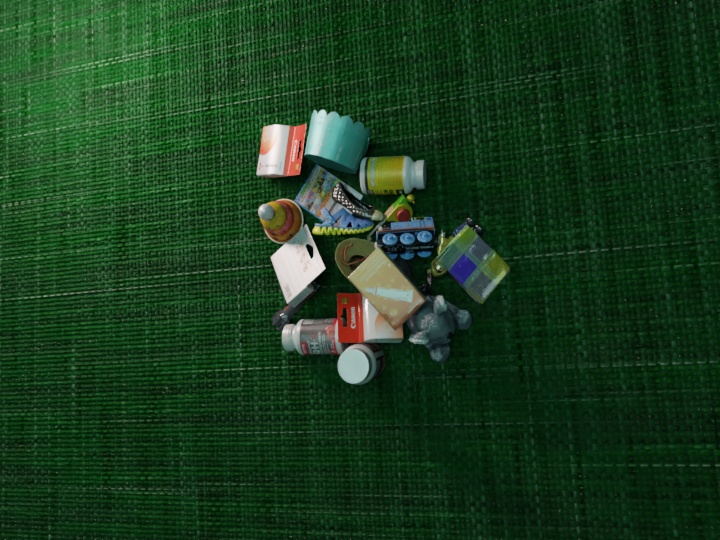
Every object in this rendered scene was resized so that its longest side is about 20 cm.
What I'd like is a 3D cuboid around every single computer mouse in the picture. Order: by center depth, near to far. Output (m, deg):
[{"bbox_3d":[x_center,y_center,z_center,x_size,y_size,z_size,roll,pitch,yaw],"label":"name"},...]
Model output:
[{"bbox_3d":[0.145,-0.007,1.601,0.136,0.046,0.205,-9,56,5],"label":"computer mouse"}]

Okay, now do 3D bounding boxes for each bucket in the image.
[{"bbox_3d":[-0.074,-0.394,1.650,0.202,0.207,0.139,19,92,15],"label":"bucket"}]

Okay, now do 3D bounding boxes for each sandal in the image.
[{"bbox_3d":[-0.055,-0.155,1.668,0.193,0.079,0.090,-1,93,-4],"label":"sandal"}]

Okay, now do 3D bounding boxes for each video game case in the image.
[{"bbox_3d":[-0.103,-0.233,1.735,0.198,0.018,0.145,35,95,14],"label":"video game case"}]

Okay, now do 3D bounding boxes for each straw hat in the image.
[{"bbox_3d":[0.000,0.000,1.652,0.202,0.199,0.086,48,139,12],"label":"straw hat"}]

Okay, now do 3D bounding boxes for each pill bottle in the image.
[{"bbox_3d":[0.003,0.275,1.573,0.111,0.200,0.118,-1,85,14],"label":"pill bottle"},{"bbox_3d":[0.102,-0.292,1.636,0.194,0.112,0.116,1,86,15],"label":"pill bottle"},{"bbox_3d":[-0.141,0.208,1.663,0.194,0.111,0.114,-4,85,14],"label":"pill bottle"}]

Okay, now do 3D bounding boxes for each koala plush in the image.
[{"bbox_3d":[0.206,0.152,1.530,0.182,0.200,0.179,36,95,14],"label":"koala plush"}]

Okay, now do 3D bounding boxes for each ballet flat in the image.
[{"bbox_3d":[-0.010,-0.210,1.658,0.197,0.066,0.058,31,118,20],"label":"ballet flat"}]

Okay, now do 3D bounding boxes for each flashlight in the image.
[{"bbox_3d":[-0.210,0.099,1.717,0.068,0.068,0.201,43,101,9],"label":"flashlight"}]

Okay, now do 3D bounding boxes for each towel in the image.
[{"bbox_3d":[0.336,-0.016,1.565,0.200,0.023,0.144,44,97,-10],"label":"towel"}]

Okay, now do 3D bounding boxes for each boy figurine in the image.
[{"bbox_3d":[0.277,-0.067,1.600,0.124,0.064,0.200,44,95,7],"label":"boy figurine"}]

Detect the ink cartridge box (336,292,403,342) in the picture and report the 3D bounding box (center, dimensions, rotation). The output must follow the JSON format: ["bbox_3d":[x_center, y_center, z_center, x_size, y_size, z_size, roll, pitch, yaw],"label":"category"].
[{"bbox_3d":[0.028,0.132,1.601,0.194,0.050,0.167,2,64,-8],"label":"ink cartridge box"}]

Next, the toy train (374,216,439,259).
[{"bbox_3d":[0.136,-0.097,1.593,0.193,0.088,0.116,-4,45,-1],"label":"toy train"}]

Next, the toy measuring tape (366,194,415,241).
[{"bbox_3d":[0.104,-0.154,1.656,0.074,0.073,0.200,47,110,13],"label":"toy measuring tape"}]

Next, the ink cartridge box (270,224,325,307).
[{"bbox_3d":[-0.190,-0.017,1.678,0.173,0.043,0.203,-39,53,17],"label":"ink cartridge box"}]

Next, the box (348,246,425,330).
[{"bbox_3d":[0.076,0.049,1.505,0.124,0.097,0.200,-43,88,5],"label":"box"}]

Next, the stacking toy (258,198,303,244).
[{"bbox_3d":[-0.274,-0.169,1.680,0.142,0.200,0.151,-1,85,14],"label":"stacking toy"}]

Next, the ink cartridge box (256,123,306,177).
[{"bbox_3d":[-0.258,-0.387,1.716,0.197,0.049,0.168,6,87,50],"label":"ink cartridge box"}]
